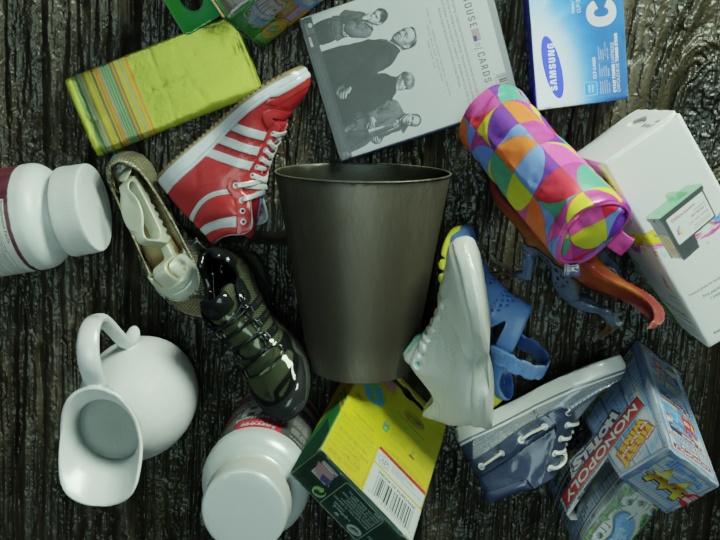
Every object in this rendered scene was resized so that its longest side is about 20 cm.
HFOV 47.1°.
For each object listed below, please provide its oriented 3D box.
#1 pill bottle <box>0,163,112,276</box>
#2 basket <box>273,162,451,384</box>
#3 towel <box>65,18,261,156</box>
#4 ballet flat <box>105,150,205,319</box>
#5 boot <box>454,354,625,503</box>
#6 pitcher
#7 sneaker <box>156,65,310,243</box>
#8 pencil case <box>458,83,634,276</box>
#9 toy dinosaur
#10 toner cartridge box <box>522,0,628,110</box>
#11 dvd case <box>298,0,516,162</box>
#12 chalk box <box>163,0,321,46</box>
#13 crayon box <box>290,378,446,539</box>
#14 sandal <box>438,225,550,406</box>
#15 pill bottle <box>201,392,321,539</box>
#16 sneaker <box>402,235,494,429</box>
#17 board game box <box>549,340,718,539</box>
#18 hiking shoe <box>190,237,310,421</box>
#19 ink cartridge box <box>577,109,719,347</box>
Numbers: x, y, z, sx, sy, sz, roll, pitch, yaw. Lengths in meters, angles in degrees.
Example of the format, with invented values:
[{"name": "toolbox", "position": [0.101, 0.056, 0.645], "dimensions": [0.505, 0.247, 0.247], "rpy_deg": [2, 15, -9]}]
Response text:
[{"name": "pill bottle", "position": [-0.370, -0.051, 0.862], "dimensions": [0.196, 0.110, 0.112], "rpy_deg": [-9, 100, 5]}, {"name": "basket", "position": [0.000, 0.000, 0.842], "dimensions": [0.176, 0.136, 0.205], "rpy_deg": [2, 104, 3]}, {"name": "towel", "position": [-0.207, -0.195, 0.875], "dimensions": [0.196, 0.018, 0.088], "rpy_deg": [-19, 104, 6]}, {"name": "ballet flat", "position": [-0.215, -0.030, 0.874], "dimensions": [0.067, 0.075, 0.203], "rpy_deg": [-25, 98, 7]}, {"name": "boot", "position": [0.204, 0.169, 0.880], "dimensions": [0.198, 0.073, 0.092], "rpy_deg": [-29, 77, 17]}, {"name": "pitcher", "position": [-0.236, 0.115, 0.838], "dimensions": [0.118, 0.200, 0.176], "rpy_deg": [0, 100, 3]}, {"name": "sneaker", "position": [-0.107, -0.111, 0.855], "dimensions": [0.199, 0.071, 0.113], "rpy_deg": [-37, 92, 17]}, {"name": "pencil case", "position": [0.170, -0.091, 0.780], "dimensions": [0.088, 0.088, 0.202], "rpy_deg": [-37, 53, 9]}, {"name": "toy dinosaur", "position": [0.204, -0.032, 0.814], "dimensions": [0.105, 0.200, 0.182], "rpy_deg": [-44, 94, -16]}, {"name": "toner cartridge box", "position": [0.211, -0.268, 0.822], "dimensions": [0.093, 0.043, 0.205], "rpy_deg": [-6, 100, 6]}, {"name": "dvd case", "position": [0.051, -0.214, 0.851], "dimensions": [0.196, 0.025, 0.153], "rpy_deg": [-16, 99, 5]}, {"name": "chalk box", "position": [-0.100, -0.305, 0.785], "dimensions": [0.198, 0.124, 0.126], "rpy_deg": [-34, 88, 10]}, {"name": "crayon box", "position": [0.017, 0.181, 0.847], "dimensions": [0.127, 0.200, 0.051], "rpy_deg": [46, 118, -5]}, {"name": "sandal", "position": [0.140, 0.045, 0.859], "dimensions": [0.086, 0.080, 0.203], "rpy_deg": [-12, 109, 28]}, {"name": "pill bottle", "position": [-0.100, 0.201, 0.846], "dimensions": [0.108, 0.200, 0.113], "rpy_deg": [1, 101, 3]}, {"name": "sneaker", "position": [0.083, 0.066, 0.801], "dimensions": [0.087, 0.075, 0.204], "rpy_deg": [-1, 113, 13]}, {"name": "board game box", "position": [0.265, 0.192, 0.824], "dimensions": [0.061, 0.200, 0.202], "rpy_deg": [34, 100, -4]}, {"name": "hiking shoe", "position": [-0.121, 0.061, 0.835], "dimensions": [0.075, 0.100, 0.202], "rpy_deg": [-38, 62, 18]}, {"name": "ink cartridge box", "position": [0.301, -0.047, 0.805], "dimensions": [0.083, 0.145, 0.202], "rpy_deg": [-31, 97, 8]}]
